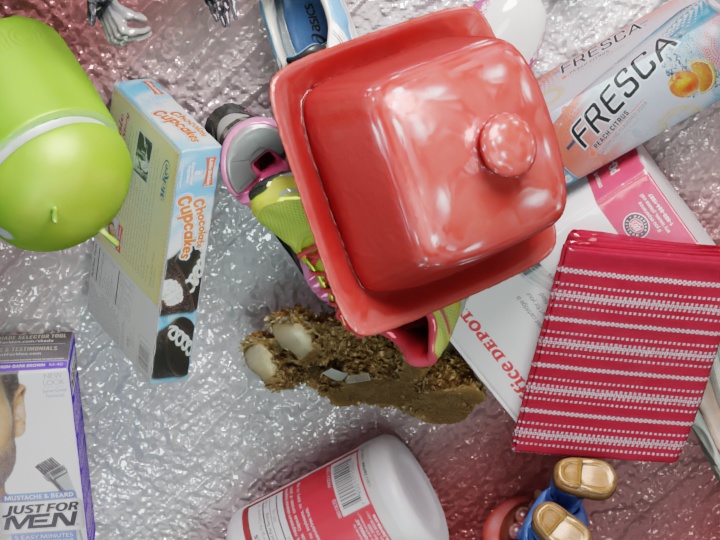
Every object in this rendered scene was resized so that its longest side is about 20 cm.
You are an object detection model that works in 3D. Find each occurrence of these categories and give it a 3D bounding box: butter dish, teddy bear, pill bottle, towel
[{"bbox_3d":[0.066,-0.078,1.484,0.199,0.148,0.200,-22,96,-30],"label":"butter dish"},{"bbox_3d":[0.003,0.066,1.701,0.199,0.067,0.145,5,147,-11],"label":"teddy bear"},{"bbox_3d":[-0.037,0.225,1.778,0.199,0.112,0.112,-28,117,13],"label":"pill bottle"},{"bbox_3d":[0.202,0.061,1.654,0.144,0.023,0.201,5,123,-11],"label":"towel"}]

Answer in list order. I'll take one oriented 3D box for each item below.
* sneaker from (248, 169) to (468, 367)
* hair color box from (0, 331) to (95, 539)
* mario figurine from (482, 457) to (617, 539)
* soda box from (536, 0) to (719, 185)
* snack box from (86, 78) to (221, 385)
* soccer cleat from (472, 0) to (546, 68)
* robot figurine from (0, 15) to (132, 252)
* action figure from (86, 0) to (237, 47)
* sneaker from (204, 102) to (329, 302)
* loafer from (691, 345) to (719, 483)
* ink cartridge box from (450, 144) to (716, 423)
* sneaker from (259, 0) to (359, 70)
[{"bbox_3d":[0.000,0.000,1.558,0.200,0.091,0.078,33,142,-25],"label":"sneaker"},{"bbox_3d":[-0.278,0.151,1.752,0.109,0.065,0.201,-3,118,-1],"label":"hair color box"},{"bbox_3d":[0.171,0.213,1.753,0.123,0.200,0.106,-26,78,-13],"label":"mario figurine"},{"bbox_3d":[0.205,-0.139,1.610,0.200,0.068,0.064,-30,117,14],"label":"soda box"},{"bbox_3d":[-0.157,-0.029,1.627,0.037,0.116,0.201,-9,124,-31],"label":"snack box"},{"bbox_3d":[0.073,-0.119,1.606,0.070,0.086,0.200,31,113,-19],"label":"soccer cleat"},{"bbox_3d":[-0.238,-0.098,1.541,0.116,0.200,0.175,-43,151,17],"label":"robot figurine"},{"bbox_3d":[-0.144,-0.222,1.479,0.200,0.102,0.119,5,139,-49],"label":"action figure"},{"bbox_3d":[-0.051,-0.055,1.640,0.079,0.095,0.200,-43,127,-7],"label":"sneaker"},{"bbox_3d":[0.305,0.131,1.770,0.063,0.072,0.200,-30,114,5],"label":"loafer"},{"bbox_3d":[0.169,0.009,1.683,0.200,0.084,0.145,-33,116,14],"label":"ink cartridge box"},{"bbox_3d":[-0.018,-0.129,1.565,0.072,0.072,0.201,-28,91,30],"label":"sneaker"}]
